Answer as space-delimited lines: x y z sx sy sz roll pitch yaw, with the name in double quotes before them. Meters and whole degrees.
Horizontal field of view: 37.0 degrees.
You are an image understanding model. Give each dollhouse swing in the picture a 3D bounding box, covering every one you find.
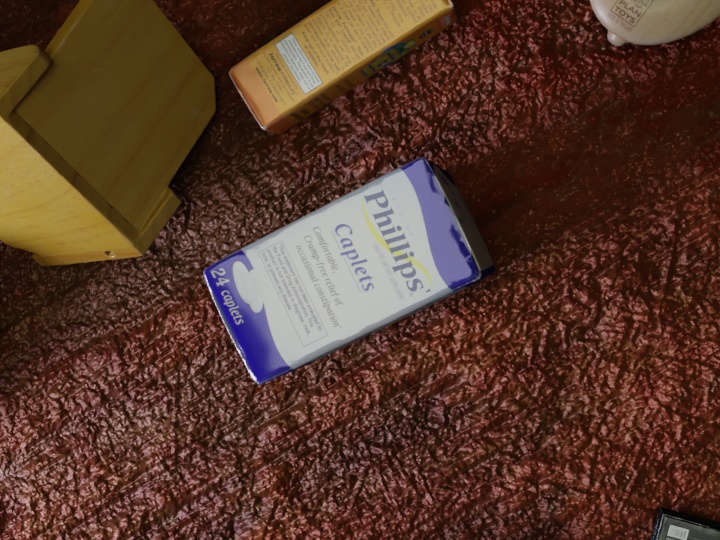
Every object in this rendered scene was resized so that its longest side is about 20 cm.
"dollhouse swing" -0.259 -0.136 0.953 0.181 0.200 0.176 -5 55 30

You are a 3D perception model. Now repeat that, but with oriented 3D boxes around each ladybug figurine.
"ladybug figurine" 0.267 -0.275 0.902 0.136 0.072 0.200 37 97 5

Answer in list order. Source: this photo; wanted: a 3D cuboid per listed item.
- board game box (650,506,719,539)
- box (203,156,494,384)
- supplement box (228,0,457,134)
"board game box" 0.344 0.300 0.939 0.199 0.028 0.136 15 95 8
"box" 0.000 0.000 0.903 0.200 0.184 0.105 -27 87 10
"supplement box" -0.013 -0.201 0.955 0.200 0.067 0.069 -33 87 10
